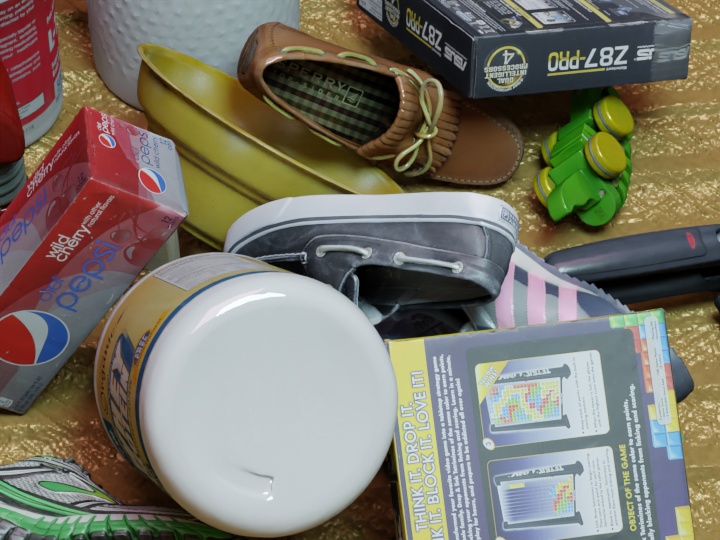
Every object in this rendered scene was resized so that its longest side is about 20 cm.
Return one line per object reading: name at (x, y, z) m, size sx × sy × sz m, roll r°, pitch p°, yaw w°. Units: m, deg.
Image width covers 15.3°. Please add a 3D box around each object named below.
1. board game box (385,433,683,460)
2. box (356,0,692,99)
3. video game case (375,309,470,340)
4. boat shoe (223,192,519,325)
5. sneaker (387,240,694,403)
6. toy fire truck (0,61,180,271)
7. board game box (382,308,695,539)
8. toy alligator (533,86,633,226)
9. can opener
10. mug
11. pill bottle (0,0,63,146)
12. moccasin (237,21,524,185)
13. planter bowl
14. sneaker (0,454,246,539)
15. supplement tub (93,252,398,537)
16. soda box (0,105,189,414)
board game box at (0.088, 0.098, 1.623) m, size 0.199 × 0.030 × 0.096 m, roll 20°, pitch 48°, yaw 21°
box at (0.106, -0.173, 1.794) m, size 0.160 × 0.049 × 0.200 m, roll -8°, pitch 25°, yaw -21°
video game case at (0.045, 0.049, 1.642) m, size 0.142 × 0.019 × 0.200 m, roll -30°, pitch 52°, yaw -28°
boat shoe at (0.000, 0.000, 1.591) m, size 0.199 × 0.072 × 0.068 m, roll -3°, pitch 59°, yaw 29°
sneaker at (0.104, 0.042, 1.603) m, size 0.199 × 0.070 × 0.082 m, roll 31°, pitch 68°, yaw 29°
toy fire truck at (-0.223, -0.054, 1.662) m, size 0.199 × 0.177 × 0.129 m, roll -11°, pitch 48°, yaw -11°
board game box at (0.101, 0.131, 1.507) m, size 0.164 × 0.057 × 0.201 m, roll -6°, pitch 83°, yaw -4°
toy alligator at (0.160, -0.086, 1.781) m, size 0.054 × 0.059 × 0.200 m, roll 42°, pitch 36°, yaw -20°
can opener at (0.204, -0.003, 1.676) m, size 0.199 × 0.064 × 0.079 m, roll -1°, pitch 46°, yaw -17°
mug at (-0.139, -0.222, 1.816) m, size 0.199 × 0.176 × 0.148 m, roll 15°, pitch 49°, yaw 13°
pill bottle at (-0.258, -0.179, 1.759) m, size 0.111 × 0.201 × 0.113 m, roll 0°, pitch 48°, yaw 0°
moccasin at (0.018, -0.104, 1.738) m, size 0.201 × 0.074 × 0.078 m, roll 26°, pitch 13°, yaw -21°
planter bowl at (-0.074, -0.059, 1.701) m, size 0.200 × 0.084 × 0.200 m, roll 29°, pitch 10°, yaw -5°
sneaker at (-0.162, 0.142, 1.549) m, size 0.199 × 0.078 × 0.085 m, roll 7°, pitch 47°, yaw 7°
supplement tub at (-0.072, 0.066, 1.522) m, size 0.144 × 0.146 × 0.200 m, roll -16°, pitch 9°, yaw -15°
soda box at (-0.184, -0.003, 1.599) m, size 0.070 × 0.200 × 0.064 m, roll 21°, pitch 39°, yaw -29°
